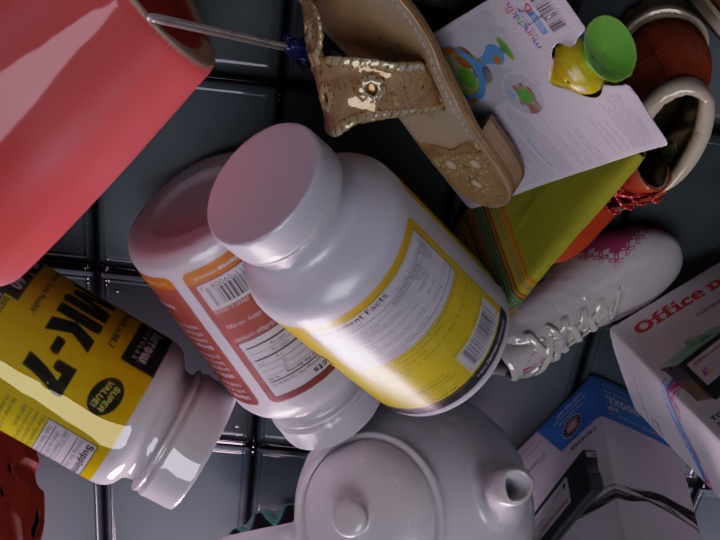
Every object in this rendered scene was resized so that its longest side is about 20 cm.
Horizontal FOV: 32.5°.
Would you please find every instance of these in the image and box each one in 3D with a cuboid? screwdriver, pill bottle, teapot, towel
[{"bbox_3d":[-0.051,-0.133,0.703,0.199,0.028,0.029,6,118,-59],"label":"screwdriver"},{"bbox_3d":[-0.063,0.027,0.847,0.111,0.113,0.201,-20,125,16],"label":"pill bottle"},{"bbox_3d":[0.000,0.000,0.749,0.111,0.113,0.200,-28,136,21],"label":"pill bottle"},{"bbox_3d":[0.020,0.179,0.897,0.146,0.197,0.201,13,108,-59],"label":"teapot"},{"bbox_3d":[-0.195,0.078,0.869,0.199,0.115,0.115,31,123,-9],"label":"pill bottle"},{"bbox_3d":[0.114,-0.042,0.781,0.018,0.087,0.200,0,146,-27],"label":"towel"}]

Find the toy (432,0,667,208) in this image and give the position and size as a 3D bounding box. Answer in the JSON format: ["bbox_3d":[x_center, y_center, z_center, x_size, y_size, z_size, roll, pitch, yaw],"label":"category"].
[{"bbox_3d":[0.093,-0.108,0.729,0.115,0.047,0.200,50,157,-12],"label":"toy"}]

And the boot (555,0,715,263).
[{"bbox_3d":[0.154,-0.064,0.776,0.074,0.108,0.201,17,128,-14],"label":"boot"}]

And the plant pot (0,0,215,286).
[{"bbox_3d":[-0.191,-0.121,0.698,0.176,0.201,0.201,-34,121,11],"label":"plant pot"}]

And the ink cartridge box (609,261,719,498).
[{"bbox_3d":[0.276,0.077,0.801,0.144,0.200,0.084,-30,122,-4],"label":"ink cartridge box"}]

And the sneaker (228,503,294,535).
[{"bbox_3d":[-0.013,0.267,1.052,0.197,0.078,0.141,-6,127,6],"label":"sneaker"}]

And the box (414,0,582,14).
[{"bbox_3d":[0.056,-0.246,0.676,0.198,0.050,0.200,14,128,-10],"label":"box"}]

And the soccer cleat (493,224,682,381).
[{"bbox_3d":[0.135,0.037,0.865,0.198,0.087,0.070,-22,125,17],"label":"soccer cleat"}]

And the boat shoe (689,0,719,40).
[{"bbox_3d":[0.278,-0.132,0.749,0.199,0.072,0.068,29,120,-31],"label":"boat shoe"}]

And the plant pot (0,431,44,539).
[{"bbox_3d":[-0.355,0.170,0.926,0.193,0.202,0.202,-15,126,3],"label":"plant pot"}]

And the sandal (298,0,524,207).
[{"bbox_3d":[0.012,-0.095,0.699,0.212,0.070,0.077,45,154,-26],"label":"sandal"}]

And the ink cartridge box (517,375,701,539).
[{"bbox_3d":[0.174,0.204,0.921,0.084,0.201,0.145,26,124,-18],"label":"ink cartridge box"}]
